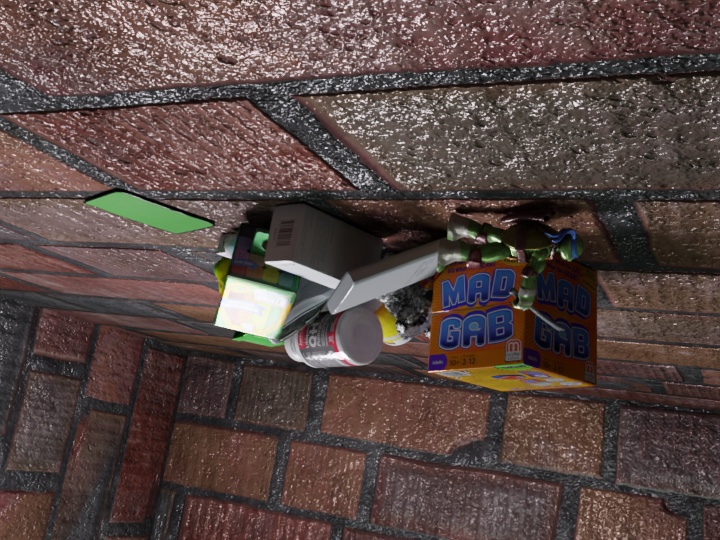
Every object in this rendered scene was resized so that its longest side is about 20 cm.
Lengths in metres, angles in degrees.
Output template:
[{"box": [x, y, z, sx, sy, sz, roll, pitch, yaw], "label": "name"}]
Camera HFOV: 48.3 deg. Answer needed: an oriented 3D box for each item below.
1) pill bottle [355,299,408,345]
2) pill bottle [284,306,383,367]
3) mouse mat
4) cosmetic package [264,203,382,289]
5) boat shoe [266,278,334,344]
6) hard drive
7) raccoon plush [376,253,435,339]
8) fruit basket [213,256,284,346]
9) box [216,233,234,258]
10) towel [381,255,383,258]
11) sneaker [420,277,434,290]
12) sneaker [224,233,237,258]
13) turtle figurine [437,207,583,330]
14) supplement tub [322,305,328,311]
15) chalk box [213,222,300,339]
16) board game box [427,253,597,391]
[{"box": [0.035, 0.065, 1.624, 0.109, 0.109, 0.200, 0, 151, 36], "label": "pill bottle"}, {"box": [-0.059, 0.134, 1.570, 0.111, 0.111, 0.200, 19, 160, -37], "label": "pill bottle"}, {"box": [-0.385, -0.104, 1.465, 0.200, 0.008, 0.161, 21, 163, -38], "label": "mouse mat"}, {"box": [-0.057, -0.032, 1.332, 0.074, 0.102, 0.200, -1, 162, 42], "label": "cosmetic package"}, {"box": [-0.107, 0.064, 1.533, 0.072, 0.200, 0.071, 46, 165, 40], "label": "boat shoe"}, {"box": [0.052, 0.007, 1.301, 0.200, 0.026, 0.132, -19, 163, -25], "label": "hard drive"}, {"box": [0.074, 0.059, 1.461, 0.134, 0.097, 0.200, 48, 168, 25], "label": "raccoon plush"}, {"box": [-0.242, 0.071, 1.729, 0.215, 0.156, 0.216, 22, 167, 6], "label": "fruit basket"}, {"box": [-0.192, -0.025, 1.596, 0.200, 0.042, 0.039, 20, 164, -41], "label": "box"}, {"box": [-0.069, -0.043, 1.476, 0.147, 0.022, 0.200, -4, 160, 42], "label": "towel"}, {"box": [0.104, 0.024, 1.581, 0.077, 0.073, 0.200, 35, 177, 19], "label": "sneaker"}, {"box": [-0.156, -0.014, 1.517, 0.200, 0.074, 0.082, 16, 179, -29], "label": "sneaker"}, {"box": [0.215, -0.007, 1.151, 0.194, 0.144, 0.200, 10, 164, 16], "label": "turtle figurine"}, {"box": [-0.076, 0.078, 1.760, 0.132, 0.132, 0.200, 12, 166, -13], "label": "supplement tub"}, {"box": [-0.171, 0.009, 1.397, 0.124, 0.124, 0.200, 15, 141, -8], "label": "chalk box"}, {"box": [0.259, 0.086, 1.355, 0.200, 0.200, 0.200, 20, 158, -39], "label": "board game box"}]
